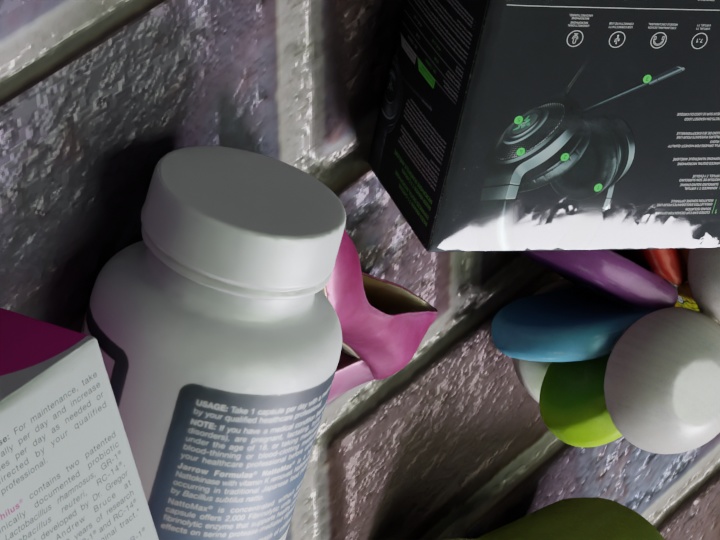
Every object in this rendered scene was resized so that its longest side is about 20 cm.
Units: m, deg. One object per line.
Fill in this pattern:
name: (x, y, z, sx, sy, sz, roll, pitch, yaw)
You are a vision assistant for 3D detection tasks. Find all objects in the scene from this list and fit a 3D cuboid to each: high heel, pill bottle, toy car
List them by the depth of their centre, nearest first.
pill bottle: (-0.074, 0.052, 1.171, 0.119, 0.119, 0.201, -16, 130, -50)
high heel: (0.000, 0.000, 1.278, 0.096, 0.067, 0.200, -35, 149, -18)
toy car: (0.152, 0.000, 1.455, 0.150, 0.175, 0.200, 38, 84, -26)

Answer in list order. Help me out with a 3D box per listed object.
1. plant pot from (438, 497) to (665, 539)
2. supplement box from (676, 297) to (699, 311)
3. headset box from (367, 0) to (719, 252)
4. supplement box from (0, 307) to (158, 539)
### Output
plant pot: (0.116, 0.231, 1.582, 0.190, 0.199, 0.201, -29, 141, -58)
supplement box: (0.270, -0.028, 1.625, 0.109, 0.109, 0.201, -44, 147, -24)
headset box: (0.112, -0.105, 1.265, 0.173, 0.093, 0.201, -2, 122, -23)
supplement box: (-0.153, 0.126, 1.085, 0.103, 0.101, 0.201, -36, 125, -34)
